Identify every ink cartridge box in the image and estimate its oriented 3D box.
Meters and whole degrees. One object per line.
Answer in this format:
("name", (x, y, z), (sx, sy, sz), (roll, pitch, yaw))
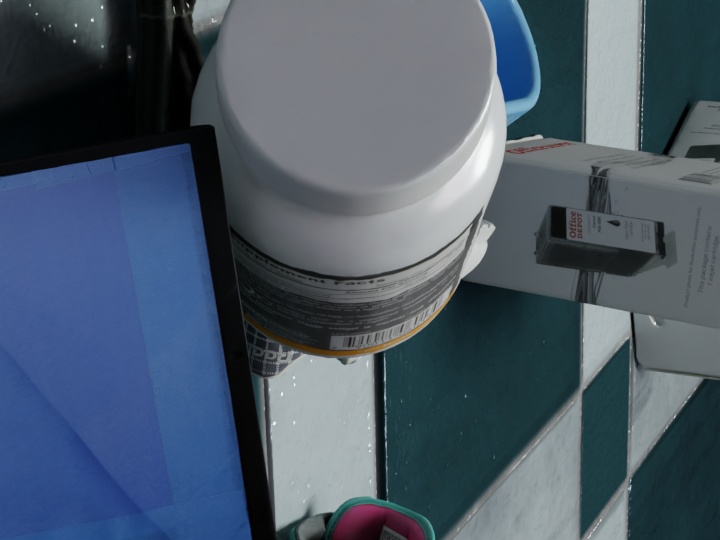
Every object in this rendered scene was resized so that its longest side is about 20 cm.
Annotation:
("ink cartridge box", (0.179, -0.025, 1.129), (0.147, 0.198, 0.084), (-17, 115, -63))
("ink cartridge box", (0.294, -0.026, 1.524), (0.200, 0.083, 0.147), (-56, 144, -44))

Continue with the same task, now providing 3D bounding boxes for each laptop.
("laptop", (-0.125, 0.069, 0.590), (0.200, 0.102, 0.179), (-48, 138, -52))

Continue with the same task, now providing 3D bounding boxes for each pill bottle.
("pill bottle", (-0.006, -0.043, 0.692), (0.200, 0.115, 0.117), (98, 6, -73))

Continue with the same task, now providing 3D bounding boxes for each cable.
("cable", (-0.068, -0.119, 0.727), (0.097, 0.050, 0.202), (-25, 119, -69))

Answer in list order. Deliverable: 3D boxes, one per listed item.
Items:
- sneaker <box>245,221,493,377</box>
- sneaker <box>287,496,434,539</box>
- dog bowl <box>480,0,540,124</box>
("sneaker", (0.000, 0.000, 0.889), (0.199, 0.076, 0.081), (-8, 114, -60))
("sneaker", (0.006, 0.183, 0.948), (0.200, 0.083, 0.122), (35, 74, -62))
("dog bowl", (0.032, -0.110, 0.903), (0.200, 0.049, 0.112), (-20, 88, -63))
